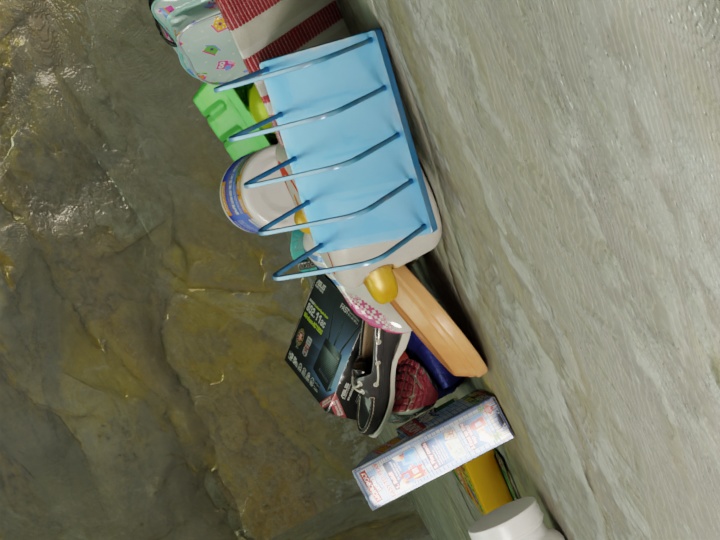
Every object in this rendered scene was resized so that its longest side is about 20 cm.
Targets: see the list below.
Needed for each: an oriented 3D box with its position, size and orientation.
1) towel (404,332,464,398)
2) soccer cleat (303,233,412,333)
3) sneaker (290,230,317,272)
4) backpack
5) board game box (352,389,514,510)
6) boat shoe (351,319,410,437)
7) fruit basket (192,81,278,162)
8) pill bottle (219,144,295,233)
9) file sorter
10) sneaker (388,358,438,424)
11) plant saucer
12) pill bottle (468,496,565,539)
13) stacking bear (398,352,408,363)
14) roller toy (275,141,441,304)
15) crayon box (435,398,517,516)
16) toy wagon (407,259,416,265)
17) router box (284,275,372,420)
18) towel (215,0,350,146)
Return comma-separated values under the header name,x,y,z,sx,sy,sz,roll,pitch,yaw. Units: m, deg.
name,x,y,z,sx,sy,sz,roll,pitch,yaw
towel,0.082,0.079,1.810,0.201,0.049,0.148,62,169,9
soccer cleat,0.000,0.000,1.675,0.200,0.070,0.087,41,145,20
sneaker,-0.035,-0.041,1.788,0.200,0.119,0.085,122,156,-69
backpack,-0.161,-0.316,1.575,0.200,0.174,0.154,68,177,-73
board game box,0.082,0.228,1.689,0.062,0.199,0.200,62,174,-3
boat shoe,0.017,0.131,1.747,0.074,0.060,0.202,50,131,54
fruit basket,-0.120,-0.239,1.870,0.155,0.214,0.217,-43,-69,-54
pill bottle,-0.130,-0.107,1.766,0.113,0.111,0.200,64,163,-8
file sorter,-0.037,-0.104,1.229,0.123,0.138,0.202,-35,-68,-54
sneaker,0.064,0.175,1.827,0.074,0.081,0.200,28,166,-15
plant saucer,0.075,0.055,1.562,0.201,0.037,0.200,50,177,4
pill bottle,0.219,0.391,1.607,0.201,0.115,0.116,64,174,1
stacking bear,0.020,0.073,2.041,0.122,0.113,0.201,60,169,29
roller toy,-0.008,-0.080,1.417,0.183,0.139,0.201,58,173,43
crayon box,0.170,0.287,1.899,0.128,0.050,0.200,66,173,-23
toy wagon,-0.006,-0.080,1.589,0.199,0.040,0.155,38,173,0
router box,-0.030,0.106,1.882,0.062,0.151,0.200,17,-169,-27
towel,-0.075,-0.247,1.329,0.023,0.144,0.201,-2,120,45
